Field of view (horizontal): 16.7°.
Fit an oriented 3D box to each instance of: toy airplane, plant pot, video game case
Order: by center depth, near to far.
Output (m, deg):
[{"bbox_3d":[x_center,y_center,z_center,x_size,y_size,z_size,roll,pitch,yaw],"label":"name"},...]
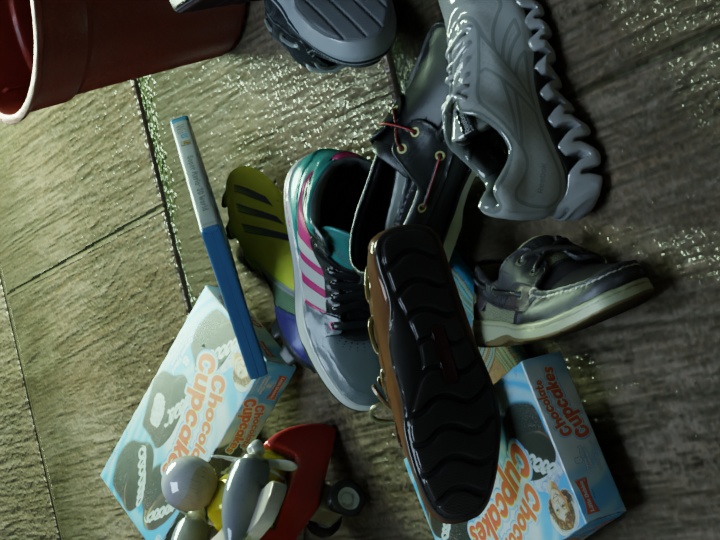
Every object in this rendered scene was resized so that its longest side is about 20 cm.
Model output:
[{"bbox_3d":[-0.107,0.209,1.940,0.141,0.199,0.200,41,107,-2],"label":"toy airplane"},{"bbox_3d":[-0.115,-0.021,1.986,0.200,0.018,0.143,-112,4,-59],"label":"video game case"},{"bbox_3d":[-0.210,-0.232,1.993,0.201,0.195,0.201,35,131,55],"label":"plant pot"}]

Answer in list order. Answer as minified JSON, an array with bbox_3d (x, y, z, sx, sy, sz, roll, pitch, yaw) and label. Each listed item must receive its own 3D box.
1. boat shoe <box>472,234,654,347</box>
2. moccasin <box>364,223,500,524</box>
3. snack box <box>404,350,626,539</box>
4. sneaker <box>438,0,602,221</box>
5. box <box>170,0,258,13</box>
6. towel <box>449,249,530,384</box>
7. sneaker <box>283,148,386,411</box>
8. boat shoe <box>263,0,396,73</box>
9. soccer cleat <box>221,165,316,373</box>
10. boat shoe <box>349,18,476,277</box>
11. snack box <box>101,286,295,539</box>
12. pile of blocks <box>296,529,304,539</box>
[{"bbox_3d":[0.119,0.010,1.584,0.200,0.073,0.065,-18,90,64],"label":"boat shoe"},{"bbox_3d":[0.042,0.072,1.645,0.078,0.074,0.202,121,130,-71],"label":"moccasin"},{"bbox_3d":[0.102,0.145,1.675,0.200,0.037,0.116,-47,61,57],"label":"snack box"},{"bbox_3d":[0.086,-0.120,1.589,0.200,0.081,0.075,68,154,22],"label":"sneaker"},{"bbox_3d":[-0.024,-0.275,1.603,0.164,0.200,0.166,-18,84,64],"label":"box"},{"bbox_3d":[0.089,0.098,1.737,0.200,0.022,0.147,58,148,34],"label":"towel"},{"bbox_3d":[0.000,0.000,1.811,0.121,0.083,0.200,148,110,-72],"label":"sneaker"},{"bbox_3d":[-0.022,-0.180,1.802,0.200,0.072,0.071,-128,26,-59],"label":"boat shoe"},{"bbox_3d":[-0.048,-0.012,1.938,0.084,0.065,0.200,-43,53,26],"label":"soccer cleat"},{"bbox_3d":[0.042,-0.082,1.693,0.074,0.063,0.202,48,130,50],"label":"boat shoe"},{"bbox_3d":[-0.139,0.128,2.076,0.116,0.037,0.200,47,113,45],"label":"snack box"},{"bbox_3d":[-0.116,0.185,2.132,0.200,0.062,0.082,62,149,30],"label":"pile of blocks"}]
